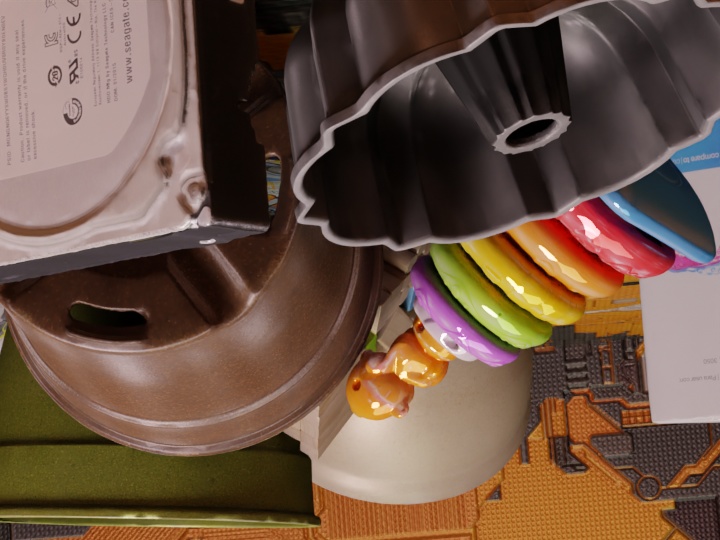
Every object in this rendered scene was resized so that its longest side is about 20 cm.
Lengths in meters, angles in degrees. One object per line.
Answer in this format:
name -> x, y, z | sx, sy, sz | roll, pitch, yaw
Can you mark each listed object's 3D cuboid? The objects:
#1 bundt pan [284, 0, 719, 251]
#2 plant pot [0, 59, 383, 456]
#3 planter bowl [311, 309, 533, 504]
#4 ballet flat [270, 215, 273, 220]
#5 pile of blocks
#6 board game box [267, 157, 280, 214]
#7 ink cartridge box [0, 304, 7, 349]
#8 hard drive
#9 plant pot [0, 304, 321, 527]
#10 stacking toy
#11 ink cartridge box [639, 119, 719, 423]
bundt pan -> 0.058, -0.086, 0.743 | 0.202, 0.076, 0.202 | -16, 159, -6
plant pot -> -0.091, -0.020, 0.862 | 0.200, 0.201, 0.198 | -5, 170, 1
planter bowl -> 0.025, 0.036, 1.220 | 0.200, 0.200, 0.135 | -3, 135, -11
ballet flat -> -0.085, -0.011, 1.240 | 0.067, 0.062, 0.200 | -7, -171, 13
pile of blocks -> 0.000, 0.000, 1.000 | 0.062, 0.200, 0.082 | 29, 172, 17
board game box -> -0.066, -0.066, 1.125 | 0.135, 0.035, 0.200 | -11, 170, 42
ink cartridge box -> -0.256, -0.004, 1.146 | 0.068, 0.115, 0.200 | -50, 169, 1
hard drive -> -0.124, -0.068, 0.673 | 0.200, 0.140, 0.038 | -9, 171, 36
plant pot -> -0.121, 0.047, 1.046 | 0.200, 0.193, 0.200 | 1, 170, 0
stacking toy -> 0.066, 0.005, 0.909 | 0.200, 0.116, 0.110 | -46, 142, 16
ink cartridge box -> 0.239, -0.002, 1.167 | 0.085, 0.200, 0.144 | -9, 171, 31
